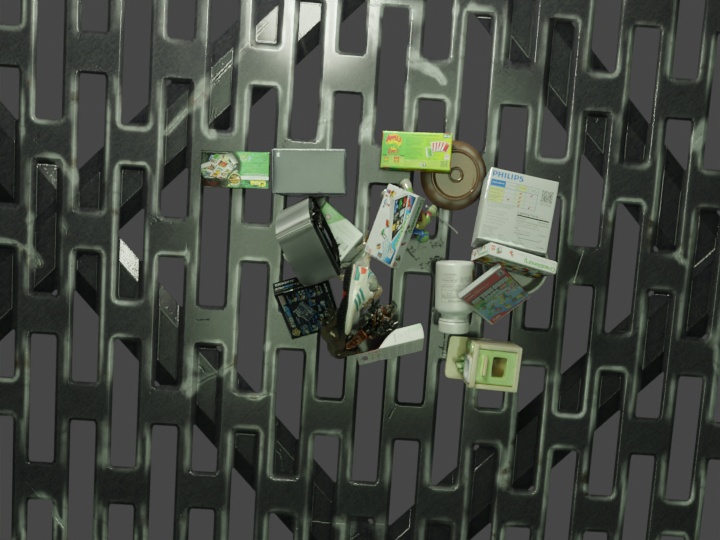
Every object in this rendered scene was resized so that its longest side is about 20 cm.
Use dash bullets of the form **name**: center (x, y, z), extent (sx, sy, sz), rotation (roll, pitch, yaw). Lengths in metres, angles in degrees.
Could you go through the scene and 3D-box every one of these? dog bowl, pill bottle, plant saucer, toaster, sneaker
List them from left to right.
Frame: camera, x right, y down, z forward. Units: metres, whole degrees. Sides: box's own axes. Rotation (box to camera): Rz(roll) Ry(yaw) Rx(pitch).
- **toaster**: center (-0.135, -0.083, 1.500), extent (0.117, 0.182, 0.202), rotation (-23, 118, 6)
- **sneaker**: center (-0.006, 0.086, 1.604), extent (0.092, 0.070, 0.204), rotation (14, 75, -23)
- **pill bottle**: center (0.272, 0.076, 1.667), extent (0.112, 0.114, 0.204), rotation (0, 95, -1)
- **plant saucer**: center (0.274, -0.278, 1.677), extent (0.196, 0.037, 0.205), rotation (0, 94, -2)
- **dog bowl**: center (0.461, -0.016, 1.692), extent (0.196, 0.059, 0.204), rotation (0, 94, -1)

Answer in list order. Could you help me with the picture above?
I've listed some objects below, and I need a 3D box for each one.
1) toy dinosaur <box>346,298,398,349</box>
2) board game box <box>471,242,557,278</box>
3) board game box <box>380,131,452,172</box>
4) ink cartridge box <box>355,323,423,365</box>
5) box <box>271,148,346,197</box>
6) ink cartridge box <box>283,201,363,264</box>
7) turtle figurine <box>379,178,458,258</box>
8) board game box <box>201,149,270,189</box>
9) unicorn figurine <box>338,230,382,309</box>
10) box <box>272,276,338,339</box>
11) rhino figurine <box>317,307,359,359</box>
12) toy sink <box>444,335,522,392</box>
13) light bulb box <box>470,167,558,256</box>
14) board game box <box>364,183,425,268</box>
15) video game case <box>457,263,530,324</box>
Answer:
- **toy dinosaur**: center (0.041, 0.160, 1.645), extent (0.101, 0.136, 0.202), rotation (30, 61, -4)
- **board game box**: center (0.419, -0.025, 1.582), extent (0.196, 0.126, 0.035), rotation (15, 80, -8)
- **board game box**: center (0.160, -0.338, 1.641), extent (0.196, 0.048, 0.104), rotation (4, 90, 10)
- **ink cartridge box**: center (0.083, 0.215, 1.651), extent (0.196, 0.161, 0.051), rotation (-12, 70, 0)
- **box**: center (-0.136, -0.265, 1.588), extent (0.196, 0.198, 0.126), rotation (0, 95, -1)
- **ink cartridge box**: center (-0.107, -0.074, 1.660), extent (0.145, 0.088, 0.201), rotation (40, 92, -3)
- **turtle figurine**: center (0.147, -0.149, 1.666), extent (0.143, 0.199, 0.196), rotation (-37, 70, 30)
- **board game box**: center (-0.361, -0.292, 1.668), extent (0.196, 0.023, 0.107), rotation (3, 93, -1)
- **unicorn figurine**: center (0.000, 0.000, 1.683), extent (0.136, 0.074, 0.202), rotation (-31, 109, -8)
- **box**: center (-0.147, 0.100, 1.638), extent (0.156, 0.046, 0.202), rotation (-15, 133, 0)
- **rhino figurine**: center (-0.070, 0.181, 1.659), extent (0.086, 0.060, 0.202), rotation (-21, 129, -1)
- **toy sink**: center (0.358, 0.272, 1.686), extent (0.196, 0.112, 0.133), rotation (7, 94, -2)
- **light bulb box**: center (0.426, -0.154, 1.601), extent (0.195, 0.125, 0.204), rotation (13, 83, 4)
- **board game box**: center (0.090, -0.122, 1.571), extent (0.034, 0.126, 0.203), rotation (11, 104, -42)
- **video game case**: center (0.377, 0.070, 1.616), extent (0.142, 0.018, 0.199), rotation (-39, 135, 16)
